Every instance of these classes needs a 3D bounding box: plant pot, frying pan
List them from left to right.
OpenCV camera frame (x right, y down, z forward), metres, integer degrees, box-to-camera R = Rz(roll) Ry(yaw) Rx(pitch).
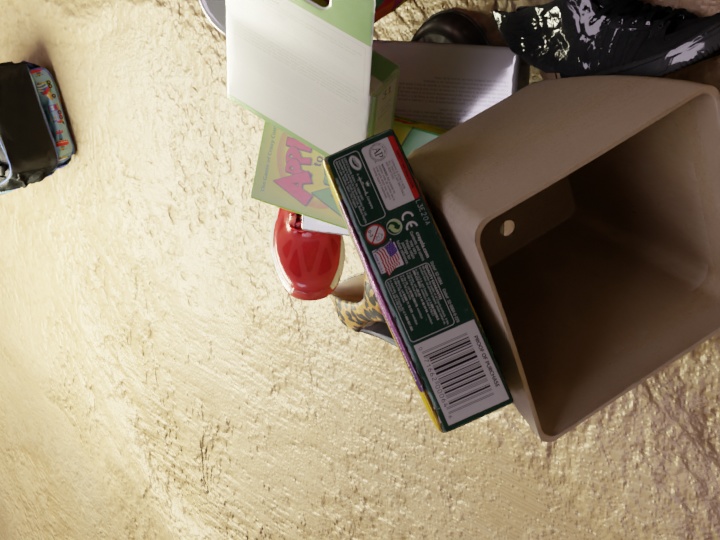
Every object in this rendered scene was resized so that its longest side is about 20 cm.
[{"bbox_3d":[0.069,-0.148,1.083,0.115,0.031,0.190,44,131,34],"label":"frying pan"},{"bbox_3d":[0.145,-0.035,0.873,0.177,0.199,0.200,42,159,53],"label":"plant pot"}]

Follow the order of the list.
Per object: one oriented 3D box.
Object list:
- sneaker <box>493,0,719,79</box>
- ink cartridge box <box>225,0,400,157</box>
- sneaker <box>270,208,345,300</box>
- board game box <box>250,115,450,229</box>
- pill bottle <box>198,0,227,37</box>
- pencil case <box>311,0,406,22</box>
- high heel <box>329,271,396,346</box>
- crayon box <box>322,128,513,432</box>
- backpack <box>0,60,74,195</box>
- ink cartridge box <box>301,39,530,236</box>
[{"bbox_3d":[0.191,-0.186,0.886,0.200,0.060,0.104,-19,93,56],"label":"sneaker"},{"bbox_3d":[-0.039,-0.177,0.895,0.145,0.048,0.200,33,148,17],"label":"ink cartridge box"},{"bbox_3d":[-0.056,-0.079,1.141,0.116,0.078,0.201,84,-179,-62],"label":"sneaker"},{"bbox_3d":[0.009,-0.085,1.004,0.200,0.048,0.102,19,107,21],"label":"board game box"},{"bbox_3d":[-0.072,-0.267,1.064,0.119,0.200,0.120,2,104,6],"label":"pill bottle"},{"bbox_3d":[0.023,-0.259,0.951,0.088,0.200,0.089,30,143,26],"label":"pencil case"},{"bbox_3d":[0.000,0.000,1.148,0.142,0.071,0.200,28,150,36],"label":"high heel"},{"bbox_3d":[0.039,0.011,0.854,0.173,0.058,0.200,61,-174,-86],"label":"crayon box"},{"bbox_3d":[-0.530,-0.197,1.717,0.200,0.134,0.183,-22,87,52],"label":"backpack"},{"bbox_3d":[0.045,-0.113,1.031,0.199,0.044,0.174,8,104,24],"label":"ink cartridge box"}]
